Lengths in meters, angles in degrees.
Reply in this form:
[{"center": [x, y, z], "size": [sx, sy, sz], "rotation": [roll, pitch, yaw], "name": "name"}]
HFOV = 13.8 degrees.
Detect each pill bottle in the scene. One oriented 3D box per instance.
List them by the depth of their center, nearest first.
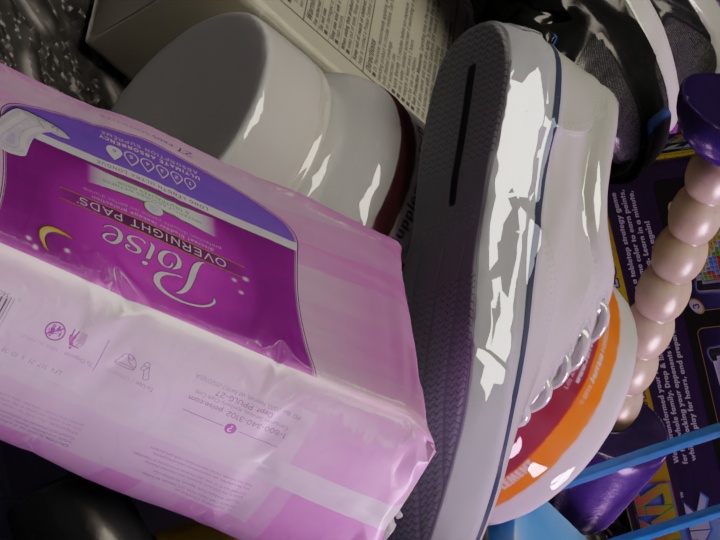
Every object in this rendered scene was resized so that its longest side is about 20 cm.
[{"center": [0.000, 0.000, 1.105], "size": [0.200, 0.114, 0.114], "rotation": [38, 42, -31], "name": "pill bottle"}]

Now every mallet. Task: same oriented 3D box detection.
[{"center": [-0.040, 0.074, 1.004], "size": [0.200, 0.041, 0.066], "rotation": [-27, 85, -51], "name": "mallet"}]

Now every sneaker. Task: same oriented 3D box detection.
[{"center": [0.053, 0.015, 1.026], "size": [0.071, 0.073, 0.201], "rotation": [20, 75, -29], "name": "sneaker"}, {"center": [0.058, -0.118, 1.161], "size": [0.200, 0.073, 0.112], "rotation": [45, 52, -14], "name": "sneaker"}]

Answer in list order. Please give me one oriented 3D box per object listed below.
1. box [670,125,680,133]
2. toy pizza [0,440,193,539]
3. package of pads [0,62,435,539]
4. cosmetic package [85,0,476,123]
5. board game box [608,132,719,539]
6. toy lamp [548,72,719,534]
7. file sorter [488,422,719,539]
[{"center": [0.110, -0.100, 1.309], "size": [0.143, 0.036, 0.201], "rotation": [-28, 115, -54], "name": "box"}, {"center": [-0.120, 0.090, 0.967], "size": [0.200, 0.032, 0.201], "rotation": [29, 46, -36], "name": "toy pizza"}, {"center": [-0.075, 0.010, 0.947], "size": [0.199, 0.076, 0.121], "rotation": [24, 27, -21], "name": "package of pads"}, {"center": [-0.007, -0.081, 1.181], "size": [0.200, 0.073, 0.104], "rotation": [39, 41, -29], "name": "cosmetic package"}, {"center": [0.181, 0.038, 1.223], "size": [0.057, 0.165, 0.201], "rotation": [-30, 110, -56], "name": "board game box"}, {"center": [0.116, 0.019, 1.182], "size": [0.058, 0.200, 0.058], "rotation": [16, 32, -10], "name": "toy lamp"}, {"center": [0.150, 0.171, 1.149], "size": [0.200, 0.122, 0.139], "rotation": [45, 36, -40], "name": "file sorter"}]
